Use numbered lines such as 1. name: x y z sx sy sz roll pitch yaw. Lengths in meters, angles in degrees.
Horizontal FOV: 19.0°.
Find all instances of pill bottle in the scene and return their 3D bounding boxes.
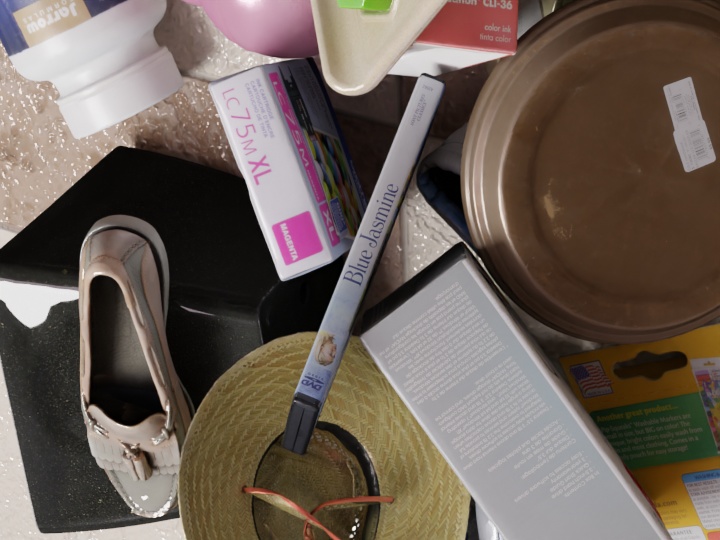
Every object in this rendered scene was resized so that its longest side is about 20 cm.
1. pill bottle: -0.194 -0.193 1.396 0.110 0.111 0.201 -16 104 42

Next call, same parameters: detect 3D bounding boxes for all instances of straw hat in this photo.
1. straw hat: -0.034 0.142 1.316 0.202 0.200 0.085 57 159 -4

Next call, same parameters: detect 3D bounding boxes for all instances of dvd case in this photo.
1. dvd case: 0.000 0.000 1.228 0.017 0.201 0.143 21 165 1

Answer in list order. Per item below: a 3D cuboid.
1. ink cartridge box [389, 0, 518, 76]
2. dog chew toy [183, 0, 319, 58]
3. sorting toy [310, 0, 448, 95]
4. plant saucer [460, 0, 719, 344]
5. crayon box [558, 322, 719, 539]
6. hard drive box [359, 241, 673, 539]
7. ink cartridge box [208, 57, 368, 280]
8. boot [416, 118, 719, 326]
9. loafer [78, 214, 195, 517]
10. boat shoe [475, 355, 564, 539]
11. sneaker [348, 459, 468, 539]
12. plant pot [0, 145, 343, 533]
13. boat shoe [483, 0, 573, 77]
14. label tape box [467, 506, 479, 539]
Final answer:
1. ink cartridge box: 0.036 -0.214 1.178 0.116 0.067 0.202 177 96 -66
2. dog chew toy: -0.077 -0.208 1.298 0.199 0.124 0.125 30 130 32
3. sorting toy: 0.017 -0.214 1.098 0.200 0.036 0.187 -41 53 52
4. plant saucer: 0.153 -0.053 1.173 0.029 0.199 0.202 -125 15 -73
5. crayon box: 0.217 0.120 1.298 0.125 0.052 0.201 -14 106 42
6. hard drive box: 0.087 0.089 1.229 0.077 0.156 0.201 -35 93 4
7. ink cartridge box: -0.035 -0.067 1.304 0.042 0.200 0.120 -20 94 9
8. boot: 0.122 -0.013 1.264 0.199 0.095 0.074 37 132 15
9. loafer: -0.144 0.069 1.308 0.071 0.063 0.202 0 116 9
10. boat shoe: 0.126 0.146 1.377 0.086 0.074 0.204 -1 104 35
11. sneaker: 0.032 0.145 1.386 0.115 0.081 0.200 30 111 9
12. plant pot: -0.110 0.046 1.426 0.176 0.200 0.202 2 117 22
13. boat shoe: 0.110 -0.114 1.218 0.068 0.074 0.202 5 94 58
14. label tape box: 0.032 0.218 1.490 0.200 0.066 0.143 44 132 7
